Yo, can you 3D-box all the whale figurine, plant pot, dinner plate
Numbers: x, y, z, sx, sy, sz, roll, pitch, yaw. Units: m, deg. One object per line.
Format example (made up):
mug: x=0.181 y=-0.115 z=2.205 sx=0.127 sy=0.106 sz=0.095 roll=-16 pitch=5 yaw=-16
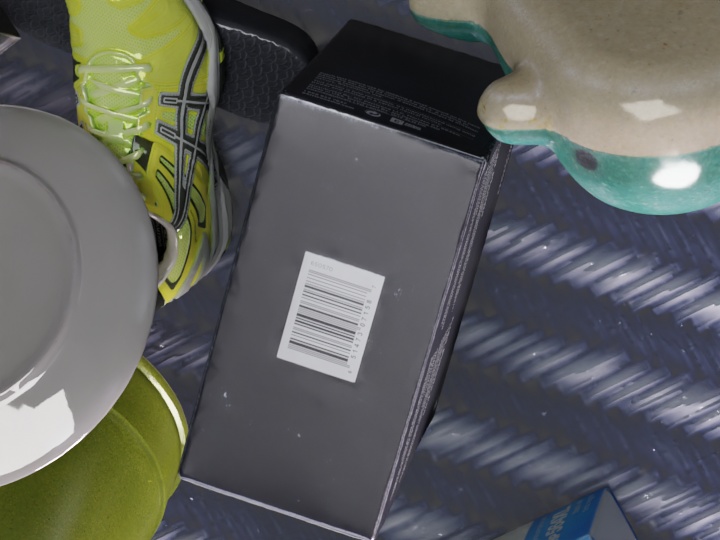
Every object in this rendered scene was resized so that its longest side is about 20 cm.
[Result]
whale figurine: x=0.116 y=-0.095 z=1.302 sx=0.200 sy=0.159 sz=0.104 roll=27 pitch=142 yaw=38
plant pot: x=-0.201 y=0.146 z=1.387 sx=0.199 sy=0.193 sz=0.201 roll=6 pitch=137 yaw=5
dinner plate: x=-0.195 y=0.009 z=1.335 sx=0.199 sy=0.024 sz=0.201 roll=-6 pitch=69 yaw=15

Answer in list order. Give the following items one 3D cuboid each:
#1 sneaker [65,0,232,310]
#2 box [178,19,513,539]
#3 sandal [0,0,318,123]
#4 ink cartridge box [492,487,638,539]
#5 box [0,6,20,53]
sneaker: x=-0.108 y=-0.069 z=1.381 sx=0.075 sy=0.076 sz=0.201 roll=0 pitch=123 yaw=20
box: x=0.000 y=0.000 z=1.351 sx=0.104 sy=0.182 sz=0.201 roll=18 pitch=108 yaw=6
sandal: x=-0.114 y=-0.138 z=1.409 sx=0.200 sy=0.043 sz=0.076 roll=28 pitch=133 yaw=-8
ink cartridge box: x=0.073 y=0.227 z=1.454 sx=0.199 sy=0.084 sz=0.146 roll=-26 pitch=99 yaw=18
box: x=-0.291 y=-0.155 z=1.389 sx=0.157 sy=0.050 sz=0.200 roll=-36 pitch=84 yaw=10
